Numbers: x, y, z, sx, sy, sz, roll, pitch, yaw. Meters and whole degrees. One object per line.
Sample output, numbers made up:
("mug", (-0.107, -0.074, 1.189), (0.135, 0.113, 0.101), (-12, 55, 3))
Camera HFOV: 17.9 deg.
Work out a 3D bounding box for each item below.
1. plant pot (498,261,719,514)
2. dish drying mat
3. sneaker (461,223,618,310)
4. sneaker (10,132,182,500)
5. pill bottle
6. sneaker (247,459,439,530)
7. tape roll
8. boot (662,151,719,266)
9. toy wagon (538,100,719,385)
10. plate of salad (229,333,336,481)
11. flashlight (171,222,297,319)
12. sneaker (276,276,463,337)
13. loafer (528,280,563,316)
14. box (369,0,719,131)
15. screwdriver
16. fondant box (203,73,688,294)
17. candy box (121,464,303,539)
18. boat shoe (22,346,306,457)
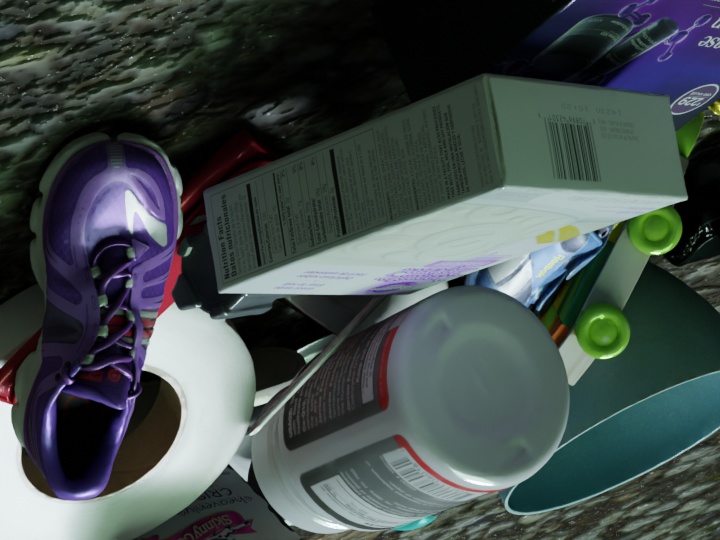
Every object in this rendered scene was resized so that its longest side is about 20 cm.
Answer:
("plant pot", (0.160, 0.061, 1.584), (0.199, 0.135, 0.200), (-24, 160, -9))
("dish drying mat", (-0.117, 0.007, 1.250), (0.200, 0.018, 0.077), (-44, 157, 6))
("sneaker", (0.107, -0.021, 1.331), (0.082, 0.074, 0.201), (15, 138, 1))
("sneaker", (-0.129, 0.027, 1.179), (0.080, 0.083, 0.201), (2, 113, -18))
("pill bottle", (0.022, 0.087, 1.322), (0.113, 0.115, 0.200), (-10, 170, -31))
("sneaker", (0.024, 0.121, 1.514), (0.120, 0.084, 0.200), (2, 158, -35))
("tape roll", (-0.157, 0.085, 1.347), (0.202, 0.037, 0.204), (-17, 135, -18))
("boot", (0.308, -0.063, 1.524), (0.167, 0.077, 0.200), (-8, 161, -44))
("toy wagon", (0.165, -0.028, 1.419), (0.155, 0.039, 0.201), (-91, -153, -81))
("plate of salad", (-0.014, 0.083, 1.577), (0.199, 0.048, 0.200), (-18, 151, -10))
("flashlight", (-0.016, -0.014, 1.275), (0.068, 0.068, 0.200), (13, -168, 32))
("sneaker", (0.000, 0.000, 1.402), (0.200, 0.073, 0.085), (26, 93, -53))
("loafer", (0.104, -0.036, 1.416), (0.062, 0.072, 0.200), (8, 141, -20))
("box", (0.126, -0.134, 1.166), (0.199, 0.079, 0.141), (1, 151, -47))
("screwdriver", (0.007, 0.019, 1.265), (0.200, 0.028, 0.029), (-46, -179, -1))
("fondant box", (0.041, -0.038, 1.141), (0.144, 0.059, 0.199), (1, 166, -46))
("candy box", (-0.129, 0.173, 1.474), (0.136, 0.200, 0.061), (-8, 123, -36))
("boat shoe", (-0.125, 0.106, 1.456), (0.199, 0.073, 0.063), (-15, 120, -12))
